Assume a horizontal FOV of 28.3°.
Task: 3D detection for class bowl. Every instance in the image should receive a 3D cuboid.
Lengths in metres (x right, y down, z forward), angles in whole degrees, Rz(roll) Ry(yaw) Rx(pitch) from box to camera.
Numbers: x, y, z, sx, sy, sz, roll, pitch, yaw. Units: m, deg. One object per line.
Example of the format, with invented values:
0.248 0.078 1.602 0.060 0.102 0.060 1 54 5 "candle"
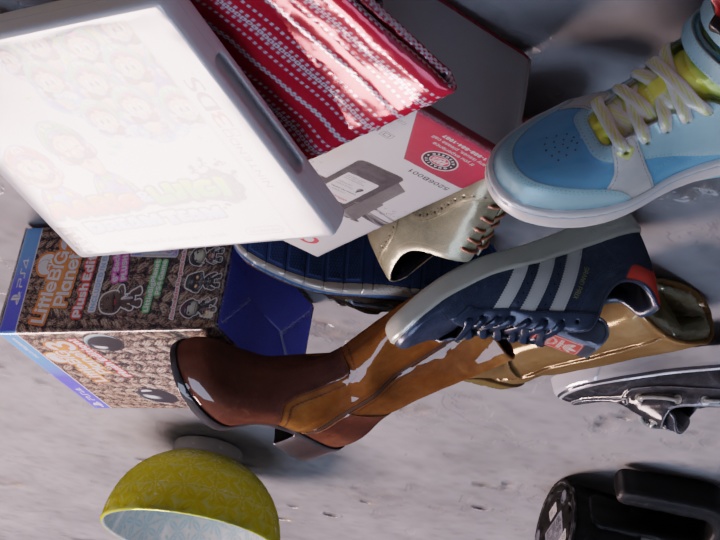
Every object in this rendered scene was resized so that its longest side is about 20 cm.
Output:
-0.180 0.248 1.588 0.199 0.108 0.200 8 155 4 "bowl"

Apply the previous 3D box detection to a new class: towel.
-0.064 -0.106 0.755 0.145 0.023 0.200 38 144 -27 "towel"

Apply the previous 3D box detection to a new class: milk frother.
0.291 0.321 1.470 0.187 0.201 0.181 14 150 -9 "milk frother"

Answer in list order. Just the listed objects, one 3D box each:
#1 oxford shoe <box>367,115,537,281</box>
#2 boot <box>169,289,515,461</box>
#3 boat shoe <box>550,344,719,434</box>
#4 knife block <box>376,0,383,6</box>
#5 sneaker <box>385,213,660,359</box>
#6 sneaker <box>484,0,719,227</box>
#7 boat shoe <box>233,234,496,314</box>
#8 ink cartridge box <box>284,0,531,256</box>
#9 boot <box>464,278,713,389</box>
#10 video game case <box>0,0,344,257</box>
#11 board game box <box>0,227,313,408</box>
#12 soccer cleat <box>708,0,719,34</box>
0.078 -0.047 0.916 0.071 0.074 0.200 -6 168 -38 "oxford shoe"
-0.014 0.065 1.037 0.200 0.069 0.188 -29 132 27 "boot"
0.250 0.101 1.168 0.199 0.068 0.072 -11 171 31 "boat shoe"
-0.086 -0.182 0.733 0.200 0.064 0.175 -11 147 36 "knife block"
0.117 0.028 0.964 0.199 0.085 0.075 -21 168 -16 "sneaker"
0.163 -0.098 0.759 0.199 0.080 0.131 -19 153 -14 "sneaker"
0.000 0.000 1.064 0.199 0.072 0.072 13 155 -6 "boat shoe"
-0.019 -0.094 0.866 0.145 0.084 0.200 26 150 -29 "ink cartridge box"
0.141 0.044 1.106 0.175 0.066 0.200 7 163 -42 "boot"
-0.134 -0.075 0.796 0.199 0.024 0.182 -4 141 33 "video game case"
-0.164 0.040 1.173 0.199 0.097 0.159 -2 151 23 "board game box"
0.165 -0.178 0.661 0.200 0.085 0.069 43 178 -16 "soccer cleat"
